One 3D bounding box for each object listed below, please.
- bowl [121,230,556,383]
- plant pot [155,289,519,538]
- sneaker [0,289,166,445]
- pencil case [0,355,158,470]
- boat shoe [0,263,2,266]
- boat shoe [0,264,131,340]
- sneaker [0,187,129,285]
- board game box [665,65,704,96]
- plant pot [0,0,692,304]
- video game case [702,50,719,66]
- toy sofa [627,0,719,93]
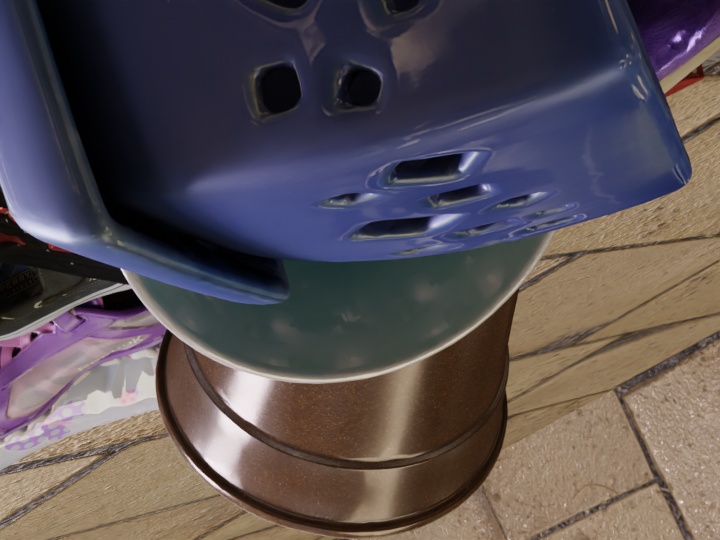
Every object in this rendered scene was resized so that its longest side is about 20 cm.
[{"bbox_3d":[-0.019,-0.064,0.748,0.200,0.202,0.105,-23,-153,-7],"label":"bowl"},{"bbox_3d":[0.000,0.000,0.933,0.199,0.201,0.199,-18,143,-27],"label":"plant pot"},{"bbox_3d":[-0.178,0.031,1.042,0.199,0.081,0.089,-28,161,-10],"label":"sneaker"},{"bbox_3d":[-0.193,0.069,1.119,0.199,0.091,0.083,-23,167,-11],"label":"pencil case"},{"bbox_3d":[-0.209,0.026,0.876,0.072,0.065,0.200,-2,138,-37],"label":"boat shoe"},{"bbox_3d":[-0.153,-0.013,0.917,0.200,0.069,0.057,-31,166,34],"label":"boat shoe"},{"bbox_3d":[-0.124,-0.048,0.787,0.073,0.087,0.200,10,168,-1],"label":"sneaker"},{"bbox_3d":[0.100,-0.085,1.047,0.102,0.020,0.200,-10,172,-28],"label":"board game box"},{"bbox_3d":[-0.021,-0.097,0.546,0.179,0.201,0.200,-21,169,11],"label":"plant pot"},{"bbox_3d":[0.111,-0.113,1.016,0.199,0.024,0.182,-18,173,34],"label":"video game case"},{"bbox_3d":[0.118,-0.139,0.784,0.083,0.098,0.200,21,146,-22],"label":"toy sofa"}]
